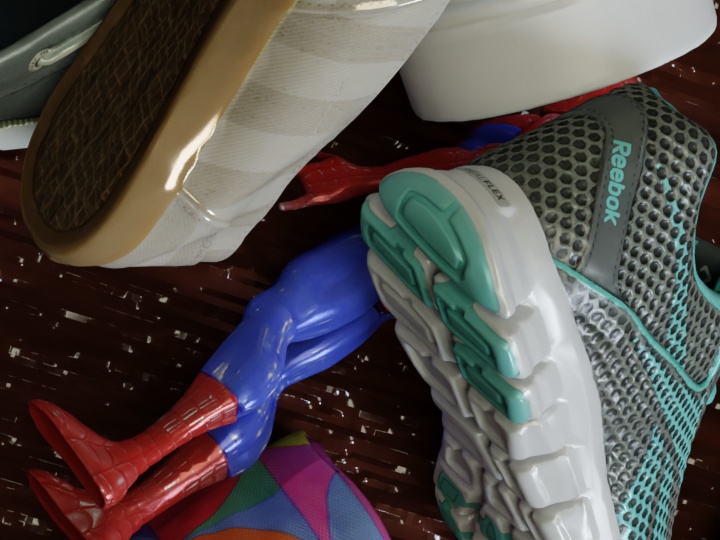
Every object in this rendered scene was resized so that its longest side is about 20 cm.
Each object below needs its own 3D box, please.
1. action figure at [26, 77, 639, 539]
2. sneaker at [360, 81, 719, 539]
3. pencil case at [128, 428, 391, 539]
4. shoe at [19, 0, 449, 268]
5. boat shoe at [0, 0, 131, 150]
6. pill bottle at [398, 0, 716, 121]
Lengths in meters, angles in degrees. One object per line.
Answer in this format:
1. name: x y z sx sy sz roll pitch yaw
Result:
1. action figure: 0.000 0.000 0.754 0.200 0.065 0.052 -32 64 -23
2. sneaker: 0.067 0.032 0.742 0.091 0.078 0.200 -34 143 -16
3. pencil case: -0.068 0.123 0.749 0.200 0.088 0.088 -29 105 -8
4. shoe: -0.009 -0.078 0.664 0.053 0.070 0.200 19 120 -34
5. boat shoe: -0.129 -0.058 0.698 0.200 0.062 0.073 -13 59 -19
6. pill bottle: 0.023 -0.144 0.715 0.111 0.111 0.200 -20 103 -12
